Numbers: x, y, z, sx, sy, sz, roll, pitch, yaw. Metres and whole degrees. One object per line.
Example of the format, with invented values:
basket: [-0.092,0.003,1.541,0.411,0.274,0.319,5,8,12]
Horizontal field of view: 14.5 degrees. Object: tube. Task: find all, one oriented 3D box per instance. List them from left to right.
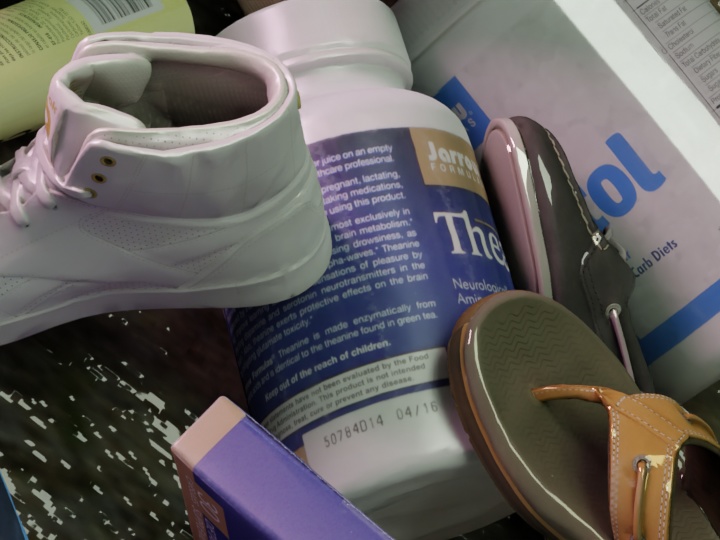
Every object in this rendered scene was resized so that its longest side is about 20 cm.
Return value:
tube: [-0.151,-0.068,1.072,0.200,0.058,0.052,-25,81,-41]

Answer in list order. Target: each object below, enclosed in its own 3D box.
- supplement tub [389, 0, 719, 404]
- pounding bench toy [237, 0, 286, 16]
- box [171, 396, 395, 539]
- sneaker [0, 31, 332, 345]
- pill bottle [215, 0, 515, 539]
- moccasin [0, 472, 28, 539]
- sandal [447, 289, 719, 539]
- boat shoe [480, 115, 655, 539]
supplement tub: [0.108,-0.054,1.178,0.200,0.132,0.132,50,49,3]
pounding bench toy: [0.009,-0.229,1.147,0.156,0.124,0.200,64,36,-25]
box: [0.019,0.137,0.975,0.200,0.121,0.032,37,68,21]
sneaker: [-0.114,-0.034,0.988,0.199,0.116,0.074,-9,54,-1]
pill bottle: [0.000,0.000,1.090,0.111,0.111,0.201,-2,66,-33]
moccasin: [-0.163,0.051,0.951,0.200,0.080,0.068,59,17,-2]
sandal: [0.109,0.086,1.013,0.080,0.054,0.200,-31,85,-46]
boat shoe: [0.090,0.032,1.118,0.057,0.067,0.201,-14,103,-16]
